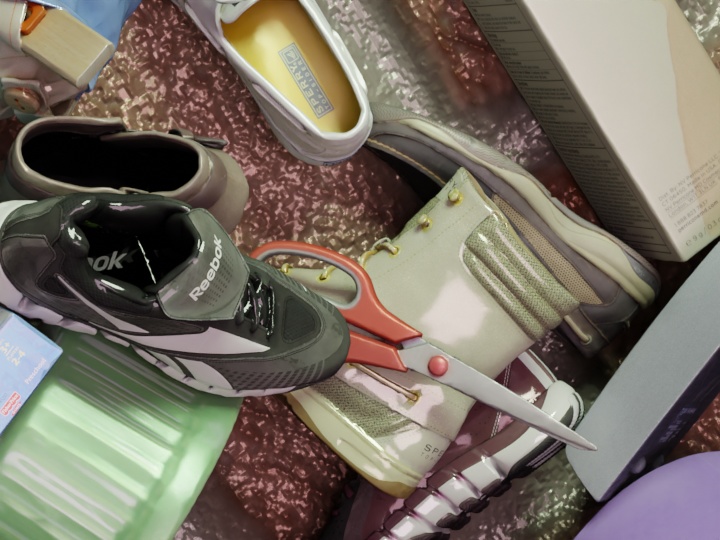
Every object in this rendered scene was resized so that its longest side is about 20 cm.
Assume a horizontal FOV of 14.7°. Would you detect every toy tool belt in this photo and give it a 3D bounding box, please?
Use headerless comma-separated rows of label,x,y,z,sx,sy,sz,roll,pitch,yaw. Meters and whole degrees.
toy tool belt,-0.139,-0.164,1.392,0.125,0.122,0.201,52,49,-39

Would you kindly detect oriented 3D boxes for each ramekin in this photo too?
ramekin,-0.153,0.108,1.413,0.097,0.200,0.201,34,85,-10

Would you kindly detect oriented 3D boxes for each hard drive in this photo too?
hard drive,0.190,0.038,1.537,0.042,0.135,0.200,39,98,14

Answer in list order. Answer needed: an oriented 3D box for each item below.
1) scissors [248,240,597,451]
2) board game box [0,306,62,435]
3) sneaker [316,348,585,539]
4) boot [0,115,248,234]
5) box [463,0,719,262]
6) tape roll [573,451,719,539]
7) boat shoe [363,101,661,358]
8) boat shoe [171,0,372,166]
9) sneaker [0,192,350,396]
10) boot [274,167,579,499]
scissors,0.031,0.037,1.429,0.199,0.014,0.074,13,89,10
board game box,-0.220,0.081,1.383,0.037,0.200,0.152,39,83,-15
sneaker,0.017,0.096,1.538,0.200,0.076,0.116,-37,78,2
boot,-0.154,-0.041,1.395,0.199,0.146,0.071,-2,77,2
box,0.137,-0.109,1.534,0.078,0.095,0.200,-36,105,-12
tape roll,0.194,0.207,1.544,0.199,0.085,0.201,-17,124,-26
boat shoe,0.073,-0.019,1.532,0.200,0.074,0.074,34,87,-14
boat shoe,-0.061,-0.145,1.454,0.074,0.086,0.202,-33,89,-10
sneaker,-0.080,0.010,1.326,0.199,0.090,0.067,21,68,-27
boot,0.000,0.000,1.476,0.200,0.072,0.155,44,98,8
